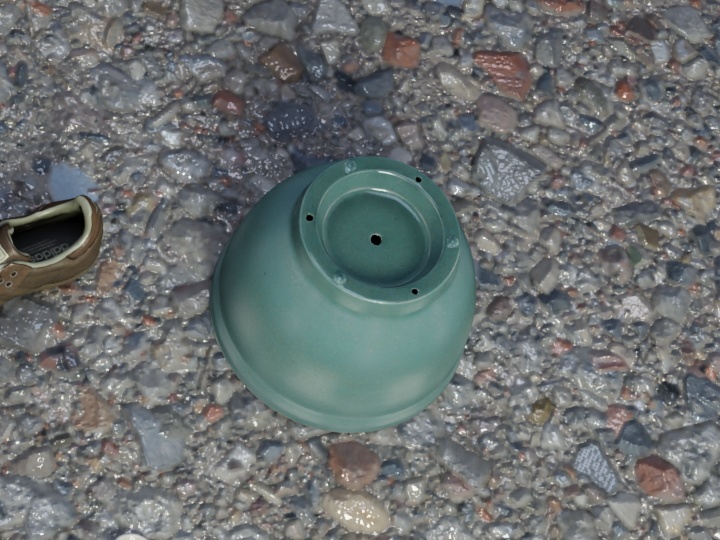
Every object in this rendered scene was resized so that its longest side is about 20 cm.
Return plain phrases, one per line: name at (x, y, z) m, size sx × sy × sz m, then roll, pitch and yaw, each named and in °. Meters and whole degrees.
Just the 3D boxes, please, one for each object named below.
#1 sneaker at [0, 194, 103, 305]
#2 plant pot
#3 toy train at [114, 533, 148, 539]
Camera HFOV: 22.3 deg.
sneaker at (-0.272, -0.003, 1.285) m, size 0.199 × 0.076 × 0.071 m, roll -30°, pitch 74°, yaw -27°
plant pot at (0.000, 0.000, 1.325) m, size 0.199 × 0.134 × 0.201 m, roll 7°, pitch 62°, yaw -13°
toy train at (-0.237, 0.196, 1.202) m, size 0.199 × 0.056 × 0.151 m, roll 16°, pitch 60°, yaw -6°
